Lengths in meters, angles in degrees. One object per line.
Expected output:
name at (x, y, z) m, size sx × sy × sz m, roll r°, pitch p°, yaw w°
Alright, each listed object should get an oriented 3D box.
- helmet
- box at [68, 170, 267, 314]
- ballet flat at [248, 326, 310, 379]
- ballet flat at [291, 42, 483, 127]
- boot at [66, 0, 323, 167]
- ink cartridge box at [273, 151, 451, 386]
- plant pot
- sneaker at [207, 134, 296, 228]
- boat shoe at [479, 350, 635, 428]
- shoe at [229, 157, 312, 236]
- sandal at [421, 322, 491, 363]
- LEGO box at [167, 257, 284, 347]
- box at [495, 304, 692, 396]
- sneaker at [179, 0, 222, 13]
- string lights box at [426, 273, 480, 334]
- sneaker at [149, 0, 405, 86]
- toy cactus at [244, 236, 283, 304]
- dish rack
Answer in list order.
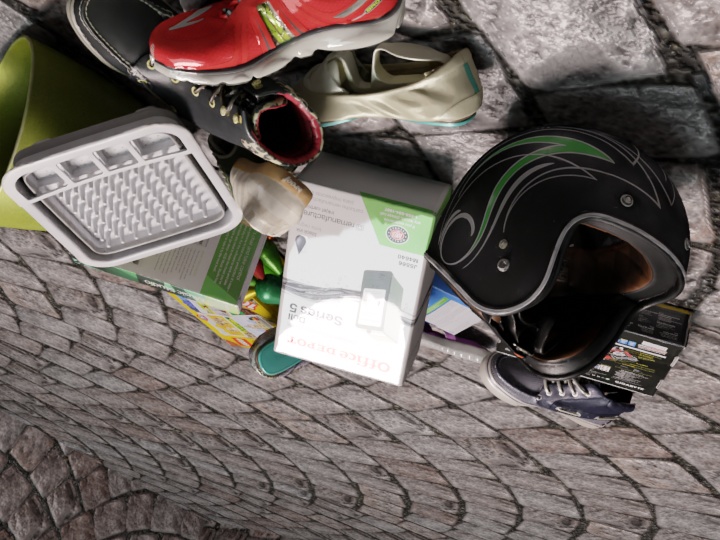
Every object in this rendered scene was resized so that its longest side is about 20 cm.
helmet at (0.168, -0.026, 0.886) m, size 0.200 × 0.191 × 0.200 m, roll 45°, pitch -178°, yaw -2°
box at (-0.204, -0.049, 1.182) m, size 0.198 × 0.146 × 0.036 m, roll 17°, pitch 162°, yaw 6°
ballet flat at (-0.056, 0.079, 1.353) m, size 0.072 × 0.199 × 0.073 m, roll 47°, pitch 149°, yaw 40°
ballet flat at (0.009, -0.160, 0.892) m, size 0.198 × 0.070 × 0.070 m, roll 3°, pitch 153°, yaw 29°
boot at (-0.129, -0.162, 0.865) m, size 0.203 × 0.074 × 0.153 m, roll 37°, pitch 175°, yaw -42°
ink cartridge box at (0.000, 0.000, 1.080) m, size 0.144 × 0.084 × 0.202 m, roll 14°, pitch 119°, yaw 10°
plant pot at (-0.273, -0.114, 1.083) m, size 0.198 × 0.189 × 0.186 m, roll 16°, pitch 162°, yaw -32°
sneaker at (-0.112, -0.116, 1.069) m, size 0.089 × 0.068 × 0.200 m, roll 24°, pitch 151°, yaw -10°
boat shoe at (0.256, 0.139, 1.347) m, size 0.198 × 0.075 × 0.093 m, roll 19°, pitch 152°, yaw -19°
shoe at (-0.090, -0.062, 0.950) m, size 0.070 × 0.054 × 0.200 m, roll 31°, pitch 177°, yaw -12°
sandal at (0.090, 0.072, 1.350) m, size 0.202 × 0.050 × 0.082 m, roll 22°, pitch 175°, yaw -40°
LEGO box at (-0.156, 0.028, 1.401) m, size 0.148 × 0.078 × 0.200 m, roll 3°, pitch 152°, yaw 33°
box at (0.258, 0.071, 1.208) m, size 0.198 × 0.050 × 0.160 m, roll 15°, pitch 154°, yaw 10°
sneaker at (-0.133, -0.248, 0.799) m, size 0.081 × 0.075 × 0.200 m, roll 55°, pitch -172°, yaw 25°
string lights box at (0.048, -0.002, 1.198) m, size 0.198 × 0.059 × 0.103 m, roll 25°, pitch 156°, yaw -13°
sneaker at (-0.064, -0.200, 0.778) m, size 0.198 × 0.078 × 0.085 m, roll -18°, pitch 143°, yaw -4°
toy cactus at (-0.063, 0.021, 1.248) m, size 0.199 × 0.103 × 0.165 m, roll 24°, pitch -169°, yaw -44°
dish rack at (-0.211, -0.078, 0.968) m, size 0.170 × 0.044 × 0.200 m, roll -17°, pitch 153°, yaw 5°
